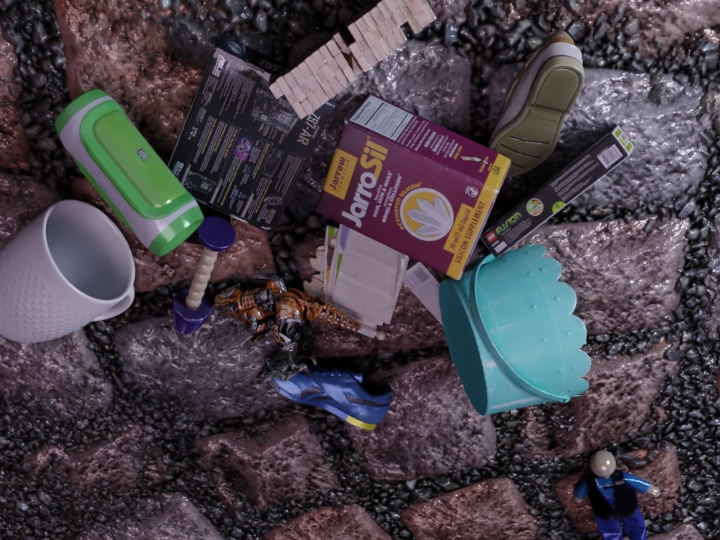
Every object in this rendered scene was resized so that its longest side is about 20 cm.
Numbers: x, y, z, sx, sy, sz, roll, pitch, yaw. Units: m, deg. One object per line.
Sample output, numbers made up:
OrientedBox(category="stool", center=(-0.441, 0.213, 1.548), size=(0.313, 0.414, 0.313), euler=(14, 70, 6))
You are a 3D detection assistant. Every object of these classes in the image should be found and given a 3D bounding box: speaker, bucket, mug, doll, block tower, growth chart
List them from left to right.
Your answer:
OrientedBox(category="mug", center=(-0.392, 0.022, 1.232), size=(0.174, 0.150, 0.199), euler=(-30, 148, 26))
OrientedBox(category="speaker", center=(-0.280, -0.118, 1.122), size=(0.088, 0.088, 0.201), euler=(-39, 90, 25))
OrientedBox(category="block tower", center=(-0.011, -0.250, 1.052), size=(0.198, 0.054, 0.058), euler=(-34, 108, 7))
OrientedBox(category="growth chart", center=(0.000, 0.000, 1.239), size=(0.143, 0.018, 0.203), euler=(28, 123, 11))
OrientedBox(category="bucket", center=(0.189, 0.078, 1.175), size=(0.132, 0.208, 0.211), euler=(-16, 123, -7))
OrientedBox(category="doll", center=(0.405, 0.363, 1.459), size=(0.134, 0.049, 0.203), euler=(-14, 115, 22))

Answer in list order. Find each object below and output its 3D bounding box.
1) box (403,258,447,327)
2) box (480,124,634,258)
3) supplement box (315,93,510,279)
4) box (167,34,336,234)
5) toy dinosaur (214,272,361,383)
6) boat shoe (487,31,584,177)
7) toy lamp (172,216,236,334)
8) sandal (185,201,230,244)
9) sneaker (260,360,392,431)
OrientedBox(category="box", center=(0.125, 0.053, 1.278), size=(0.041, 0.039, 0.200), euler=(-33, 116, 23))
OrientedBox(category="box", center=(0.242, -0.097, 1.132), size=(0.199, 0.110, 0.035), euler=(-40, 88, 23))
OrientedBox(category="supplement box", center=(0.063, -0.103, 1.115), size=(0.197, 0.104, 0.133), euler=(25, 123, 6))
OrientedBox(category="box", center=(-0.140, -0.163, 1.147), size=(0.157, 0.044, 0.202), euler=(23, 121, -12))
OrientedBox(category="toy dinosaur", center=(-0.104, 0.073, 1.267), size=(0.196, 0.101, 0.139), euler=(12, 110, 32))
OrientedBox(category="boat shoe", center=(0.206, -0.192, 1.099), size=(0.073, 0.070, 0.201), euler=(15, 143, -13))
OrientedBox(category="toy lamp", center=(-0.213, 0.014, 1.242), size=(0.057, 0.059, 0.201), euler=(20, 136, -10))
OrientedBox(category="sandal", center=(-0.264, -0.087, 1.201), size=(0.197, 0.043, 0.077), euler=(28, 120, -15))
OrientedBox(category="sneaker", center=(-0.046, 0.161, 1.345), size=(0.197, 0.066, 0.079), euler=(24, 110, -13))
